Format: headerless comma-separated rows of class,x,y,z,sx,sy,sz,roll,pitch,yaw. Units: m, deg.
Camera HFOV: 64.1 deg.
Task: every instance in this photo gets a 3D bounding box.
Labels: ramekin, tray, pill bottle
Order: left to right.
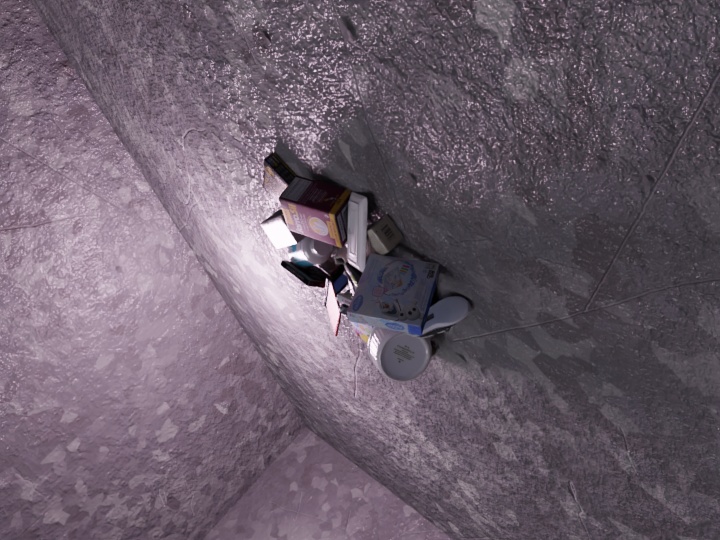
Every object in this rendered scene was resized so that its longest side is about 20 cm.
pill bottle,-0.161,-0.074,1.898,0.112,0.111,0.198,54,156,-14
tray,-0.013,-0.103,1.561,0.107,0.021,0.208,-147,56,-63
ramekin,0.122,0.234,1.702,0.205,0.199,0.095,58,-177,-21

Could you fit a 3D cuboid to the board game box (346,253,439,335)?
board game box,0.087,0.056,1.466,0.192,0.204,0.044,10,142,18

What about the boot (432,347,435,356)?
boot,0.157,0.246,1.862,0.156,0.073,0.201,46,150,5

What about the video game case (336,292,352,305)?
video game case,0.058,0.091,1.681,0.180,0.195,0.024,19,108,48

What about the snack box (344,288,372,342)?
snack box,0.017,0.175,2.023,0.140,0.053,0.204,23,145,43

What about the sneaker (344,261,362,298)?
sneaker,-0.015,0.038,1.622,0.069,0.085,0.200,16,-166,-14

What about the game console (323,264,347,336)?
game console,-0.057,0.085,1.876,0.118,0.172,0.202,40,154,13

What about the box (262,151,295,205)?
box,-0.232,-0.254,1.836,0.200,0.049,0.161,45,154,10

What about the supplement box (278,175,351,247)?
supplement box,-0.120,-0.170,1.645,0.195,0.104,0.133,18,145,26

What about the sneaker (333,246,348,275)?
sneaker,0.000,0.000,1.748,0.198,0.092,0.077,39,156,22

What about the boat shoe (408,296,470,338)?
boat shoe,0.217,0.133,1.540,0.067,0.197,0.076,24,-138,-45

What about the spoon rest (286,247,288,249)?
spoon rest,-0.244,-0.093,2.079,0.198,0.060,0.101,36,153,27

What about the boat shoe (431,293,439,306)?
boat shoe,0.190,0.102,1.597,0.071,0.072,0.204,25,145,34

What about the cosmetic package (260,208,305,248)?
cosmetic package,-0.234,-0.142,1.841,0.108,0.090,0.199,56,158,-11

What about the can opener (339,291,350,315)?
can opener,-0.012,0.095,1.805,0.053,0.068,0.199,38,-163,19

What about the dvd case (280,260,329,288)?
dvd case,-0.167,0.018,2.002,0.149,0.025,0.198,33,-167,32

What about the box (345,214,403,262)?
box,0.036,-0.080,1.597,0.083,0.068,0.199,52,157,-7
